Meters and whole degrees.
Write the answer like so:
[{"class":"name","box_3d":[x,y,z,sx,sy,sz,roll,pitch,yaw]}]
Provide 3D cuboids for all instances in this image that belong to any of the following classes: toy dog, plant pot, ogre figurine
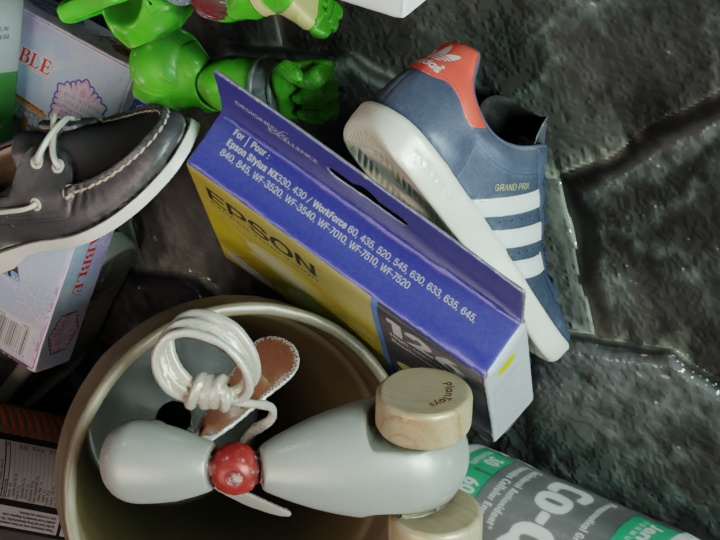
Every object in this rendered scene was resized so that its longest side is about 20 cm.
[{"class":"toy dog","box_3d":[-0.024,0.085,1.150,0.200,0.096,0.132,21,115,-3]},{"class":"plant pot","box_3d":[-0.090,0.101,1.270,0.200,0.200,0.174,66,167,-18]},{"class":"ogre figurine","box_3d":[-0.092,-0.163,1.151,0.120,0.098,0.200,-16,120,33]}]

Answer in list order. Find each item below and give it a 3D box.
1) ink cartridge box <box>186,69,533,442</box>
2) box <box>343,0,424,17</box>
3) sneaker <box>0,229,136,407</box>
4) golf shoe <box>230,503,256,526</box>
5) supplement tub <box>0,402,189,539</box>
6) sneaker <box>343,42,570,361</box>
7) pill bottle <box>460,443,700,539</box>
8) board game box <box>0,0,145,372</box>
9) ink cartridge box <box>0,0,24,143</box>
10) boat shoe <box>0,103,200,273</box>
[{"class":"ink cartridge box","box_3d":[0.000,0.000,1.161,0.198,0.047,0.200,36,170,16]},{"class":"box","box_3d":[0.017,-0.245,0.921,0.131,0.199,0.200,20,131,27]},{"class":"sneaker","box_3d":[-0.220,0.010,1.409,0.106,0.075,0.200,46,130,11]},{"class":"golf shoe","box_3d":[0.003,0.197,1.347,0.200,0.095,0.078,19,163,-6]},{"class":"supplement tub","box_3d":[-0.207,0.148,1.385,0.200,0.123,0.123,14,144,-24]},{"class":"sneaker","box_3d":[0.073,-0.035,1.130,0.075,0.085,0.200,28,161,44]},{"class":"pill bottle","box_3d":[0.124,0.180,1.205,0.200,0.113,0.113,21,131,26]},{"class":"board game box","box_3d":[-0.229,-0.074,1.317,0.200,0.041,0.200,30,111,20]},{"class":"ink cartridge box","box_3d":[-0.257,-0.167,1.206,0.083,0.147,0.200,16,106,31]},{"class":"boat shoe","box_3d":[-0.168,-0.053,1.204,0.200,0.074,0.060,-18,124,45]}]
